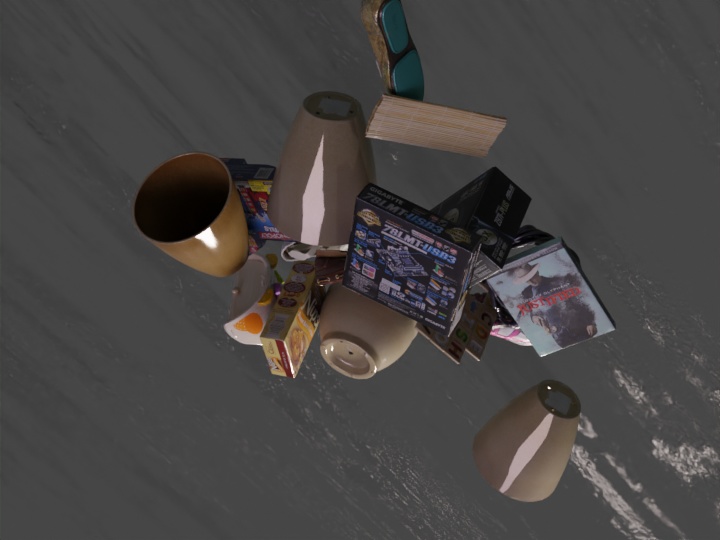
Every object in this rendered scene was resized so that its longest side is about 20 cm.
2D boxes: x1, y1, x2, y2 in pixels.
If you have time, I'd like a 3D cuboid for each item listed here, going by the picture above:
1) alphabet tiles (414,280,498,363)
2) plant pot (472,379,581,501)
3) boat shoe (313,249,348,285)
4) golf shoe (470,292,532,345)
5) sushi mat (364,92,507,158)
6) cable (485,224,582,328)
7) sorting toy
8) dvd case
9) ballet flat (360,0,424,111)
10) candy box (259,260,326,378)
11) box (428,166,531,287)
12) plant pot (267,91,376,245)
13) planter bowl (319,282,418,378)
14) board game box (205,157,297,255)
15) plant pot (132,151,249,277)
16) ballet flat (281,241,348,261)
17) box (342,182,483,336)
[{"bbox_3d":[0.162,0.053,1.737,0.167,0.201,0.008,40,141,-15],"label":"alphabet tiles"},{"bbox_3d":[0.340,0.310,1.969,0.186,0.188,0.201,27,130,2],"label":"plant pot"},{"bbox_3d":[0.000,0.000,1.782,0.199,0.071,0.070,1,176,44],"label":"boat shoe"},{"bbox_3d":[0.265,0.100,1.833,0.198,0.073,0.092,12,142,22],"label":"golf shoe"},{"bbox_3d":[0.112,-0.216,1.543,0.198,0.012,0.096,9,148,-12],"label":"sushi mat"},{"bbox_3d":[0.291,0.014,1.704,0.162,0.051,0.201,0,124,18],"label":"cable"},{"bbox_3d":[-0.179,0.080,2.047,0.106,0.201,0.181,-17,131,17],"label":"sorting toy"},{"bbox_3d":[0.313,0.047,1.687,0.145,0.022,0.201,-23,118,26],"label":"dvd case"},{"bbox_3d":[0.045,-0.321,1.491,0.070,0.071,0.201,8,141,26],"label":"ballet flat"},{"bbox_3d":[-0.126,0.092,1.979,0.055,0.201,0.116,9,140,18],"label":"candy box"},{"bbox_3d":[0.161,-0.049,1.647,0.086,0.164,0.200,38,144,-14],"label":"box"},{"bbox_3d":[-0.052,-0.176,1.639,0.186,0.188,0.201,18,128,14],"label":"plant pot"},{"bbox_3d":[0.000,0.124,1.991,0.199,0.135,0.201,19,143,15],"label":"planter bowl"},{"bbox_3d":[-0.194,-0.113,1.898,0.199,0.062,0.201,5,138,29],"label":"board game box"},{"bbox_3d":[-0.277,-0.075,1.817,0.185,0.188,0.200,10,153,24],"label":"plant pot"},{"bbox_3d":[-0.071,-0.048,1.889,0.199,0.070,0.070,-10,129,41],"label":"ballet flat"},{"bbox_3d":[0.075,-0.014,1.571,0.199,0.050,0.199,25,138,14],"label":"box"}]
